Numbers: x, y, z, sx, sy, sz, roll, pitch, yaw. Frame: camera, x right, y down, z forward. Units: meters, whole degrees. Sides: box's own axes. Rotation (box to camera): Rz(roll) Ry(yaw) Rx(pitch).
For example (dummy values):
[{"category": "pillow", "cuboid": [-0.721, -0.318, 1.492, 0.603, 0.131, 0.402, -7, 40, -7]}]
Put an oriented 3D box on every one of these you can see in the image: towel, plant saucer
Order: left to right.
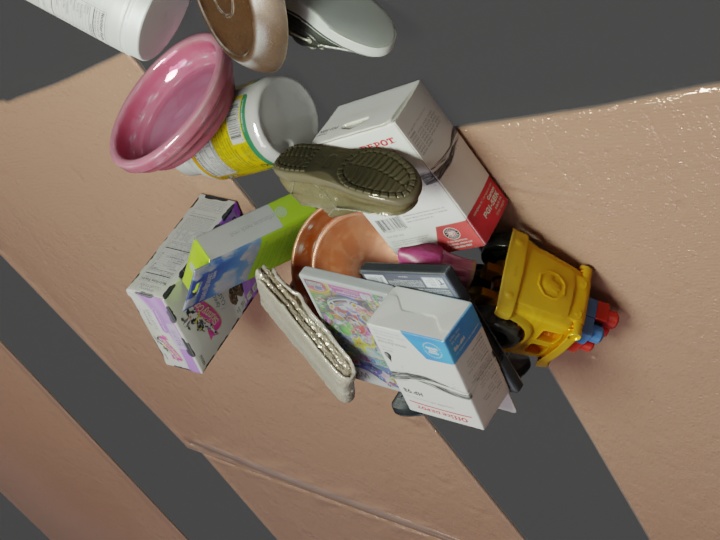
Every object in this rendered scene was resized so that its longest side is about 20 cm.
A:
[{"category": "plant saucer", "cuboid": [-0.224, -0.198, 1.469, 0.200, 0.201, 0.051, -8, 144, 44]}, {"category": "plant saucer", "cuboid": [-0.142, -0.309, 1.316, 0.200, 0.032, 0.200, 46, 151, 36]}, {"category": "towel", "cuboid": [-0.071, 0.085, 1.605, 0.200, 0.034, 0.133, 50, 167, 15]}, {"category": "plant saucer", "cuboid": [0.000, 0.000, 1.597, 0.200, 0.032, 0.201, 3, 98, 26]}]

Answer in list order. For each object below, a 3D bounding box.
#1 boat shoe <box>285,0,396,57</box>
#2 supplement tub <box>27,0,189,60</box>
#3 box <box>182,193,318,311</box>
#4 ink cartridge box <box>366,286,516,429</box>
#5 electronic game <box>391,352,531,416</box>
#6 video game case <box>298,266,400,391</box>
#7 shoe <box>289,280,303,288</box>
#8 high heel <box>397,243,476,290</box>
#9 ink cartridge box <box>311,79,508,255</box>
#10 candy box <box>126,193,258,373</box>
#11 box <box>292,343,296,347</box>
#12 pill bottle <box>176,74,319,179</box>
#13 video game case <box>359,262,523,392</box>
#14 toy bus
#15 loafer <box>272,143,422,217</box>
[{"category": "boat shoe", "cuboid": [-0.048, -0.283, 1.332, 0.200, 0.071, 0.064, 32, 147, 16]}, {"category": "supplement tub", "cuboid": [-0.312, -0.347, 1.403, 0.200, 0.132, 0.132, 28, 147, 5]}, {"category": "box", "cuboid": [-0.160, -0.027, 1.633, 0.048, 0.200, 0.122, 54, 151, 17]}, {"category": "ink cartridge box", "cuboid": [0.101, 0.119, 1.433, 0.116, 0.067, 0.200, 11, 141, 39]}, {"category": "electronic game", "cuboid": [0.137, 0.154, 1.637, 0.200, 0.200, 0.042, -14, 97, 48]}, {"category": "video game case", "cuboid": [0.013, 0.082, 1.527, 0.143, 0.018, 0.200, 12, 142, 36]}, {"category": "shoe", "cuboid": [-0.059, 0.049, 1.743, 0.071, 0.091, 0.200, 19, 144, 20]}, {"category": "high heel", "cuboid": [0.075, 0.030, 1.498, 0.096, 0.067, 0.200, 15, 155, -4]}, {"category": "ink cartridge box", "cuboid": [0.059, -0.117, 1.439, 0.147, 0.083, 0.200, -9, 129, 45]}, {"category": "candy box", "cuboid": [-0.233, 0.020, 1.749, 0.071, 0.200, 0.168, 12, 143, 28]}, {"category": "box", "cuboid": [0.011, 0.110, 1.732, 0.200, 0.035, 0.110, 6, 169, 12]}, {"category": "pill bottle", "cuboid": [-0.156, -0.175, 1.515, 0.200, 0.113, 0.113, -8, 130, 44]}, {"category": "video game case", "cuboid": [0.098, 0.069, 1.454, 0.143, 0.019, 0.200, 2, 136, 46]}, {"category": "toy bus", "cuboid": [0.218, 0.060, 1.518, 0.192, 0.136, 0.200, 20, 150, -10]}, {"category": "loafer", "cuboid": [-0.009, -0.099, 1.380, 0.200, 0.076, 0.068, 19, 147, 36]}]
